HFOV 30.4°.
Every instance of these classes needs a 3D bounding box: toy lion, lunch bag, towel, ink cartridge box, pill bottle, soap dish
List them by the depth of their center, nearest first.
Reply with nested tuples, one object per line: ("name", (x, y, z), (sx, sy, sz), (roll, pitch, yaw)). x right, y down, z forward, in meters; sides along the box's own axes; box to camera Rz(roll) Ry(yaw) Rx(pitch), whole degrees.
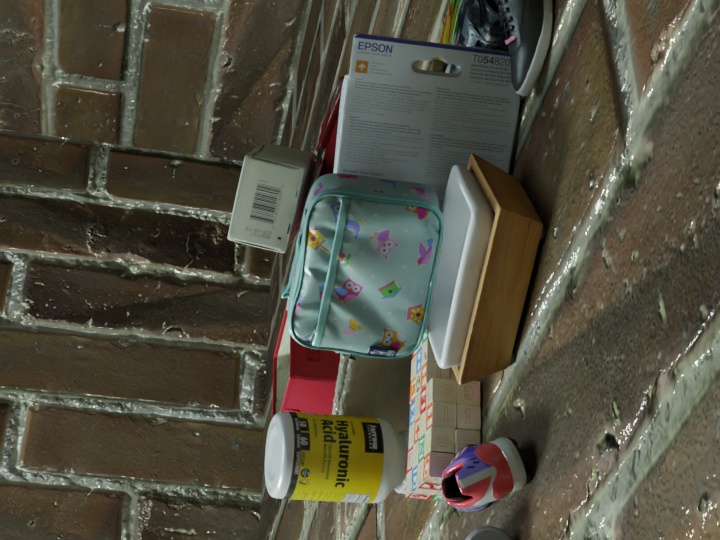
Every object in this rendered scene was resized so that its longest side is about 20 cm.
("soap dish", (0.127, -0.002, 1.397), (0.157, 0.081, 0.201), (-104, 23, -65))
("lunch bag", (0.000, 0.000, 1.429), (0.077, 0.160, 0.201), (-103, 22, -65))
("ink cartridge box", (0.073, -0.153, 1.468), (0.041, 0.199, 0.201), (-117, 34, -75))
("pill bottle", (-0.017, 0.243, 1.706), (0.111, 0.199, 0.112), (-175, 90, -74))
("toy lion", (0.126, -0.305, 1.718), (0.192, 0.068, 0.201), (-87, 7, -72))
("towel", (0.019, 0.166, 1.794), (0.034, 0.132, 0.201), (25, 110, 48))

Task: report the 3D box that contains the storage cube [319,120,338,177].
("storage cube", (0.041, -0.081, 1.609), (0.171, 0.199, 0.181), (-154, 78, -81))

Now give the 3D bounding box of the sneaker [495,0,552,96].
("sneaker", (0.152, -0.289, 1.403), (0.071, 0.099, 0.201), (-168, 84, -79))

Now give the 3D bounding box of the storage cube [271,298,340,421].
("storage cube", (-0.030, 0.149, 1.948), (0.200, 0.179, 0.171), (108, 165, -47))

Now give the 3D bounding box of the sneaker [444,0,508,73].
("sneaker", (0.142, -0.250, 1.499), (0.114, 0.075, 0.201), (126, 152, -77))

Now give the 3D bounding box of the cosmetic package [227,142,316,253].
("cosmetic package", (-0.103, -0.091, 1.586), (0.200, 0.073, 0.104), (-83, 6, -81))

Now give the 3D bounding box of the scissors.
("scissors", (-0.047, -0.140, 1.575), (0.073, 0.014, 0.201), (175, 113, -77))

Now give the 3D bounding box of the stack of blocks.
("stack of blocks", (0.097, 0.157, 1.535), (0.115, 0.058, 0.201), (118, 157, -65))

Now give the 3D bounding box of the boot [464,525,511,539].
("boot", (0.114, 0.357, 1.293), (0.096, 0.073, 0.201), (103, 179, -66))

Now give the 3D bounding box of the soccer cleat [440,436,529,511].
("soccer cleat", (0.107, 0.214, 1.348), (0.200, 0.073, 0.068), (129, 122, -70))
